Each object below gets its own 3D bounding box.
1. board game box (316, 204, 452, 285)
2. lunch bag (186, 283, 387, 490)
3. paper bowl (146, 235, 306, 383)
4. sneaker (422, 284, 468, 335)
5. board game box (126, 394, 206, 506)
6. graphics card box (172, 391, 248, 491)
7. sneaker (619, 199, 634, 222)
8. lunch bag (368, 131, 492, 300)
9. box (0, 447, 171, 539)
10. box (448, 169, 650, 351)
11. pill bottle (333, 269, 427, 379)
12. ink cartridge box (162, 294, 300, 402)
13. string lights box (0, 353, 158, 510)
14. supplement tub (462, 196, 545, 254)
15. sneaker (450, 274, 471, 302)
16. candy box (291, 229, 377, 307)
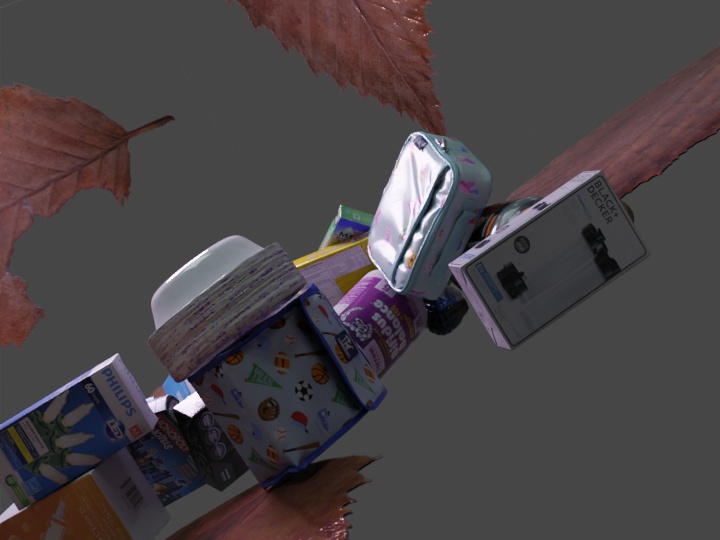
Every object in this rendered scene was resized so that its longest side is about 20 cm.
[{"bbox_3d":[0.038,-0.011,1.794,0.029,0.198,0.135,-90,22,-47],"label":"board game box"},{"bbox_3d":[-0.073,0.130,1.484,0.199,0.171,0.124,-35,2,-39],"label":"lunch bag"},{"bbox_3d":[-0.171,0.036,1.493,0.200,0.105,0.201,-38,-3,-2],"label":"paper bowl"},{"bbox_3d":[0.112,0.043,1.728,0.086,0.076,0.200,-20,6,-21],"label":"sneaker"},{"bbox_3d":[-0.262,0.238,1.686,0.198,0.201,0.062,-20,44,10],"label":"board game box"},{"bbox_3d":[-0.143,0.181,1.638,0.199,0.127,0.051,-35,34,-31],"label":"graphics card box"},{"bbox_3d":[0.303,-0.070,1.615,0.075,0.071,0.200,-34,6,-23],"label":"sneaker"},{"bbox_3d":[0.087,-0.073,1.604,0.202,0.076,0.161,-67,27,22],"label":"lunch bag"},{"bbox_3d":[-0.370,0.333,1.617,0.199,0.125,0.098,-30,7,22],"label":"box"},{"bbox_3d":[0.214,-0.013,1.406,0.199,0.117,0.060,-33,6,-8],"label":"box"},{"bbox_3d":[-0.006,0.097,1.644,0.200,0.113,0.112,-45,13,-35],"label":"pill bottle"},{"bbox_3d":[-0.162,0.124,1.741,0.144,0.084,0.201,16,-63,-39],"label":"ink cartridge box"},{"bbox_3d":[-0.367,0.203,1.562,0.199,0.103,0.059,-31,7,3],"label":"string lights box"},{"bbox_3d":[0.201,-0.028,1.559,0.122,0.123,0.200,-33,6,-12],"label":"supplement tub"},{"bbox_3d":[0.197,-0.035,1.742,0.199,0.074,0.087,-39,41,-20],"label":"sneaker"},{"bbox_3d":[0.000,0.000,1.759,0.198,0.103,0.027,-21,30,18],"label":"candy box"}]
